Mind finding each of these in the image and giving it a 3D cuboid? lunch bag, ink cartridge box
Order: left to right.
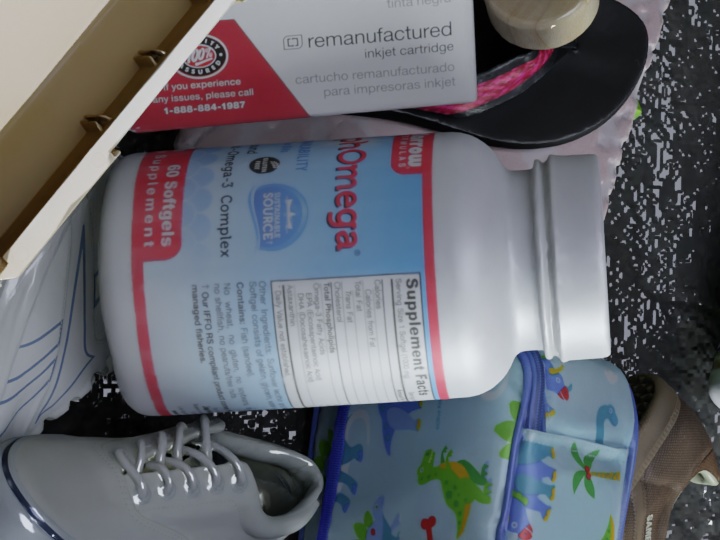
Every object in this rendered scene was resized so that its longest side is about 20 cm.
[{"bbox_3d":[-0.032,-0.165,0.893,0.146,0.083,0.201,-6,118,-1],"label":"ink cartridge box"},{"bbox_3d":[0.036,0.128,1.016,0.082,0.160,0.201,14,83,-36],"label":"lunch bag"}]

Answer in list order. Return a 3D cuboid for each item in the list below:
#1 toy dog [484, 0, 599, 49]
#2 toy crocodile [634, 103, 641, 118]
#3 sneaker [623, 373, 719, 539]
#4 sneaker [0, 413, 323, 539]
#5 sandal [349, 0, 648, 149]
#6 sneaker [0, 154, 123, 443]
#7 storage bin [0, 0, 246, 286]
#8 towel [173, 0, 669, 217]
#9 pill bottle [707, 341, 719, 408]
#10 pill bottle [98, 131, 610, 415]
[{"bbox_3d":[0.090,-0.196,0.961,0.096,0.132,0.201,-6,82,4],"label":"toy dog"},{"bbox_3d":[0.047,-0.061,1.074,0.199,0.062,0.068,-26,80,-22],"label":"toy crocodile"},{"bbox_3d":[0.110,0.147,1.108,0.076,0.070,0.200,45,73,-24],"label":"sneaker"},{"bbox_3d":[-0.085,0.088,0.954,0.073,0.071,0.200,56,19,20],"label":"sneaker"},{"bbox_3d":[0.034,-0.096,0.991,0.199,0.045,0.076,1,71,-14],"label":"sandal"},{"bbox_3d":[-0.140,0.033,0.970,0.087,0.074,0.201,25,82,-36],"label":"sneaker"},{"bbox_3d":[-0.131,-0.129,0.760,0.198,0.094,0.200,42,79,-17],"label":"storage bin"},{"bbox_3d":[0.035,-0.097,1.033,0.190,0.032,0.201,24,68,-7],"label":"towel"},{"bbox_3d":[0.258,-0.012,1.155,0.115,0.116,0.201,23,82,-27],"label":"pill bottle"},{"bbox_3d":[0.000,0.000,0.932,0.199,0.109,0.109,-4,95,5],"label":"pill bottle"}]
